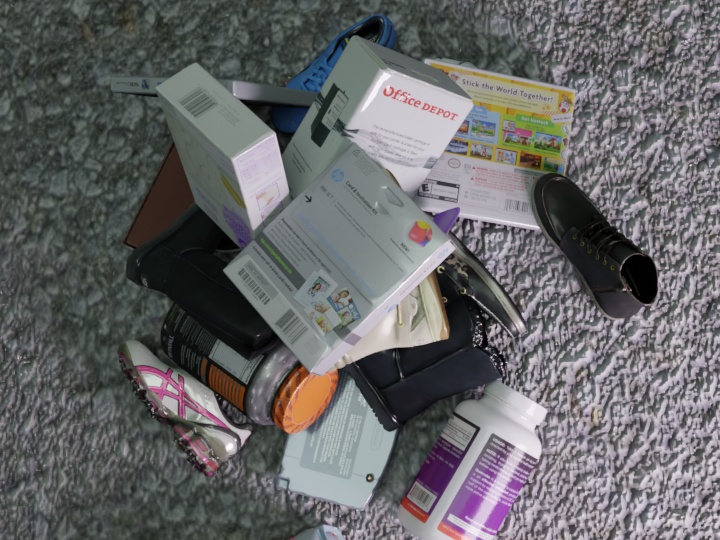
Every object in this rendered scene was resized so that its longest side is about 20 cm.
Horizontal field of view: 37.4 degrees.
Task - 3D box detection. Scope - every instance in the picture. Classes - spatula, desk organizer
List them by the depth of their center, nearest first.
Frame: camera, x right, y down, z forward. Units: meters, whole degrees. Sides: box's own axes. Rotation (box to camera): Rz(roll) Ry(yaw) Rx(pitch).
[{"bbox_3d":[0.050,-0.055,1.279,0.200,0.021,0.057,7,58,52],"label":"spatula"},{"bbox_3d":[-0.212,-0.102,1.353,0.077,0.072,0.200,23,85,29],"label":"desk organizer"}]

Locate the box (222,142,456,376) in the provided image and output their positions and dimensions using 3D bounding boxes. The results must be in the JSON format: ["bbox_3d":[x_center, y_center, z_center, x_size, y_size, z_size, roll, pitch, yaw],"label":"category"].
[{"bbox_3d":[-0.024,-0.012,1.128,0.200,0.041,0.156,-45,71,5],"label":"box"}]

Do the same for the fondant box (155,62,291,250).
[{"bbox_3d":[-0.142,-0.110,1.171,0.058,0.200,0.144,-37,59,-17],"label":"fondant box"}]

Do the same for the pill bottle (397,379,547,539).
[{"bbox_3d":[0.135,0.230,1.237,0.112,0.112,0.200,30,86,12],"label":"pill bottle"}]

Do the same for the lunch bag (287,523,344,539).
[{"bbox_3d":[-0.062,0.422,1.231,0.170,0.127,0.200,-31,68,1],"label":"lunch bag"}]

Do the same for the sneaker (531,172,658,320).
[{"bbox_3d":[0.281,-0.040,1.250,0.075,0.106,0.200,-33,85,-12],"label":"sneaker"}]

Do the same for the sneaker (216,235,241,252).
[{"bbox_3d":[-0.116,-0.092,1.326,0.200,0.112,0.073,-26,77,4],"label":"sneaker"}]

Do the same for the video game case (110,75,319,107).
[{"bbox_3d":[-0.166,-0.215,1.286,0.182,0.200,0.022,7,98,29],"label":"video game case"}]

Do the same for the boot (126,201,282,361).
[{"bbox_3d":[-0.145,0.004,1.238,0.200,0.066,0.165,27,52,27],"label":"boot"}]

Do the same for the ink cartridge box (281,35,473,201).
[{"bbox_3d":[0.012,-0.148,1.213,0.200,0.147,0.083,-56,44,23],"label":"ink cartridge box"}]

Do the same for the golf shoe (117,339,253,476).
[{"bbox_3d":[-0.222,0.157,1.330,0.092,0.073,0.200,-39,81,-20],"label":"golf shoe"}]

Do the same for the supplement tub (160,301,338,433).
[{"bbox_3d":[-0.131,0.102,1.272,0.200,0.123,0.123,32,87,26],"label":"supplement tub"}]

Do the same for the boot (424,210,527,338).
[{"bbox_3d":[0.088,0.040,1.298,0.154,0.073,0.204,-43,75,4],"label":"boot"}]

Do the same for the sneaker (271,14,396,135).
[{"bbox_3d":[-0.040,-0.256,1.360,0.200,0.078,0.066,-40,80,2],"label":"sneaker"}]

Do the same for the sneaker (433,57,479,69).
[{"bbox_3d":[0.079,-0.177,1.340,0.071,0.073,0.200,25,81,30],"label":"sneaker"}]

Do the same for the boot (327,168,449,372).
[{"bbox_3d":[0.000,0.000,1.176,0.155,0.072,0.200,-18,84,7],"label":"boot"}]

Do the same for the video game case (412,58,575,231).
[{"bbox_3d":[0.158,-0.151,1.300,0.200,0.023,0.182,9,86,-12],"label":"video game case"}]

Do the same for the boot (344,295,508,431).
[{"bbox_3d":[0.057,0.069,1.234,0.168,0.076,0.200,-32,93,14],"label":"boot"}]

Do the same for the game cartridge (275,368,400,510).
[{"bbox_3d":[-0.017,0.185,1.307,0.133,0.040,0.200,13,83,14],"label":"game cartridge"}]
